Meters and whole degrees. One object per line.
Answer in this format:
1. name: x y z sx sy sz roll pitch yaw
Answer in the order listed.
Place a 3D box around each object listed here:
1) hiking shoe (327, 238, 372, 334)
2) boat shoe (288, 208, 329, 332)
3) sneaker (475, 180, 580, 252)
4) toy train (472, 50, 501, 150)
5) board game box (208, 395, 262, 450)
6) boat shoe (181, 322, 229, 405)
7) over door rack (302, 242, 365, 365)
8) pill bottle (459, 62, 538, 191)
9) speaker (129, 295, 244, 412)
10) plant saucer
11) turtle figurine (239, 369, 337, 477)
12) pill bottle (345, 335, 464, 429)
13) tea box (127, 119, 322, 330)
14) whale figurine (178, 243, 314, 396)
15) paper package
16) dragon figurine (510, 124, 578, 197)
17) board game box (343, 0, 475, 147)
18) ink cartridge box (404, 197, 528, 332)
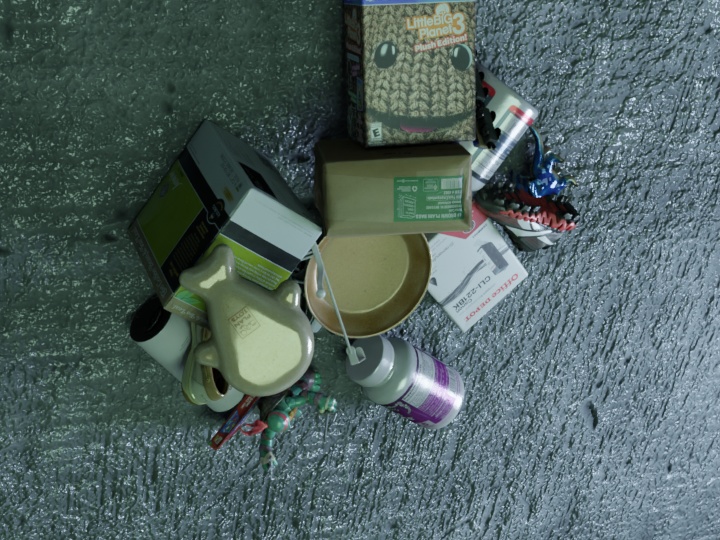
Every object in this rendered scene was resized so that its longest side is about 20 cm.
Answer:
1. hiking shoe: 0.000 0.000 1.767 0.100 0.076 0.202 -9 128 -44
2. boat shoe: -0.078 0.001 1.714 0.067 0.074 0.202 1 124 -19
3. sneaker: 0.242 -0.076 1.759 0.198 0.071 0.098 10 129 -37
4. toy train: 0.152 -0.247 1.603 0.034 0.203 0.046 11 145 -38
5. board game box: -0.154 0.185 1.775 0.019 0.103 0.201 39 107 3
6. boat shoe: -0.201 0.091 1.644 0.074 0.066 0.203 25 64 -52
7. over door rack: -0.097 0.067 1.624 0.146 0.067 0.202 -17 105 20
8. pill bottle: 0.154 -0.186 1.684 0.119 0.120 0.201 29 105 -38
9. speaker: -0.248 0.123 1.697 0.081 0.081 0.200 -40 131 1
10. plant saucer: 0.008 0.001 1.685 0.197 0.035 0.203 -9 118 -17
11. turtle figurine: -0.108 0.221 1.765 0.149 0.200 0.101 -35 100 11
12. pill bottle: 0.070 0.176 1.883 0.199 0.112 0.113 32 103 -38
13. tea box: -0.185 -0.053 1.536 0.133 0.200 0.197 30 106 -38
14. whale figurine: -0.145 0.059 1.454 0.158 0.104 0.201 -37 108 1
15. paper package: 0.040 -0.114 1.546 0.196 0.191 0.105 -3 106 -5
16. dragon figurine: 0.276 -0.141 1.819 0.099 0.059 0.200 -39 132 0
17. board game box: 0.066 -0.274 1.542 0.157 0.097 0.203 -6 105 -14
18. ink cartridge box: 0.153 -0.021 1.815 0.144 0.084 0.200 -41 131 1
